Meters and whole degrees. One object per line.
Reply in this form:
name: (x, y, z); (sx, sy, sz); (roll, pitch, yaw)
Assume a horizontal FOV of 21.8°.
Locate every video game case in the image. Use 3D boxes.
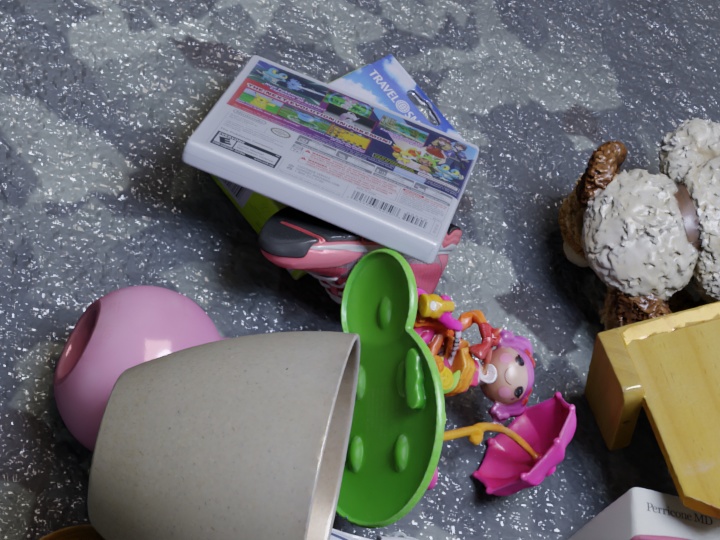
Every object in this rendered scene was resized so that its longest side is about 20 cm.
video game case: (-0.018, -0.088, 1.426); (0.199, 0.023, 0.182); (22, 30, 2)

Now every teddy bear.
teddy bear: (0.244, 0.003, 1.598); (0.200, 0.067, 0.145); (21, 61, -23)

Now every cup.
cup: (-0.089, 0.126, 1.174); (0.143, 0.201, 0.201); (10, 52, 5)

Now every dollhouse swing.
dollhouse swing: (0.298, 0.118, 1.432); (0.199, 0.182, 0.176); (-14, 65, -5)

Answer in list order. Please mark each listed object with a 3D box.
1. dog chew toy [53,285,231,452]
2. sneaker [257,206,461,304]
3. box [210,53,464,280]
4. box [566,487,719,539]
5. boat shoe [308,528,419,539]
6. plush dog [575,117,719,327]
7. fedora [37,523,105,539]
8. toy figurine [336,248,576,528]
dog chew toy: (-0.111, 0.094, 1.305); (0.200, 0.125, 0.125); (29, 49, -19)
sneaker: (0.000, 0.000, 1.426); (0.074, 0.087, 0.200); (26, 18, 40)
box: (-0.014, -0.088, 1.520); (0.200, 0.048, 0.122); (-31, 77, -38)
box: (0.231, 0.279, 1.367); (0.128, 0.109, 0.200); (15, 54, -19)
boat shoe: (0.023, 0.221, 1.325); (0.200, 0.074, 0.067); (35, 48, -20)
plush dog: (0.262, -0.032, 1.507); (0.171, 0.160, 0.201); (-14, 80, -10)
fedora: (-0.150, 0.245, 1.200); (0.200, 0.082, 0.201); (13, 54, -19)
toy figurine: (0.078, 0.093, 1.394); (0.184, 0.150, 0.201); (8, 79, -38)
